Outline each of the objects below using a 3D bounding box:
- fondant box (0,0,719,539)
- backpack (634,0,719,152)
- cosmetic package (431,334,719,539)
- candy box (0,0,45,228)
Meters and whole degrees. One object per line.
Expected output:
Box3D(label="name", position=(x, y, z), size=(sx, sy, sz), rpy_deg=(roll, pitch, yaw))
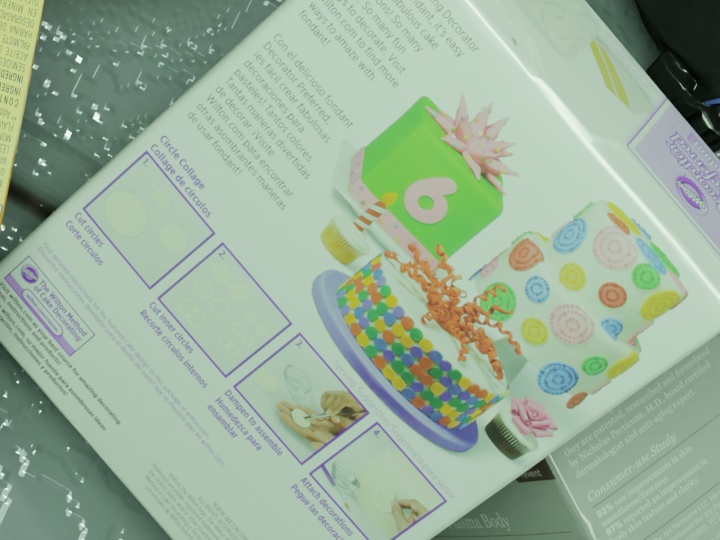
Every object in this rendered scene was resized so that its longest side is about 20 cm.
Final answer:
Box3D(label="fondant box", position=(0.000, 0.000, 0.805), size=(0.144, 0.200, 0.058), rpy_deg=(49, 34, -3))
Box3D(label="backpack", position=(0.197, -0.149, 0.953), size=(0.200, 0.183, 0.147), rpy_deg=(-27, 98, -34))
Box3D(label="cosmetic package", position=(0.043, 0.010, 0.893), size=(0.090, 0.107, 0.200), rpy_deg=(-36, 99, -26))
Box3D(label="candy box", position=(-0.144, -0.012, 0.786), size=(0.055, 0.115, 0.201), rpy_deg=(15, 77, -25))
